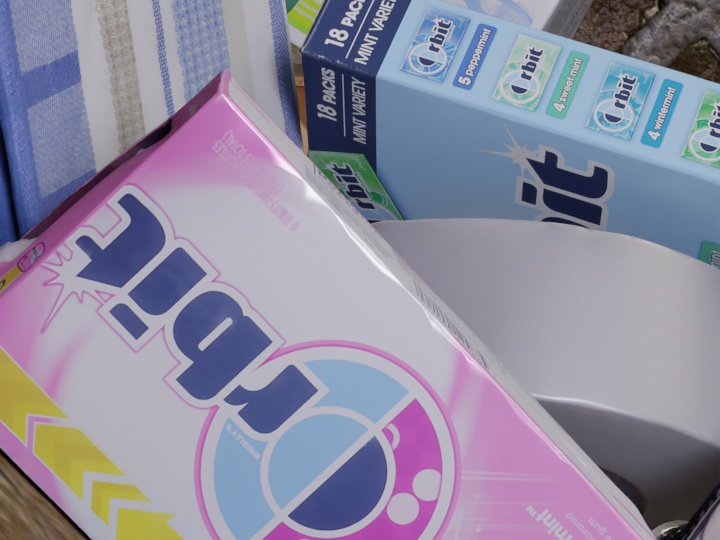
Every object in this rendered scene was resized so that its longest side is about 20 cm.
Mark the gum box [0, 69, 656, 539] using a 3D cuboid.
[{"bbox_3d":[-0.020,0.047,0.649,0.200,0.113,0.066,47,5,-9],"label":"gum box"}]

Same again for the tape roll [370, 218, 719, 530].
[{"bbox_3d":[0.053,0.052,0.817,0.200,0.200,0.066,42,48,-53],"label":"tape roll"}]

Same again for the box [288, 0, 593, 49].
[{"bbox_3d":[0.008,-0.157,1.099,0.200,0.113,0.101,33,13,9],"label":"box"}]

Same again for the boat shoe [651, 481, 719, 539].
[{"bbox_3d":[0.094,0.109,0.749,0.075,0.200,0.093,18,19,-42],"label":"boat shoe"}]

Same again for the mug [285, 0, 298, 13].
[{"bbox_3d":[-0.082,-0.143,0.895,0.152,0.114,0.185,43,7,-46],"label":"mug"}]

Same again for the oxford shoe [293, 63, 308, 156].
[{"bbox_3d":[-0.060,-0.056,1.017,0.200,0.072,0.071,-7,40,-41],"label":"oxford shoe"}]

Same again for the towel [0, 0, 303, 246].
[{"bbox_3d":[-0.071,-0.057,0.752,0.200,0.024,0.147,-42,127,-60],"label":"towel"}]

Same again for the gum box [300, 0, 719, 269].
[{"bbox_3d":[0.079,-0.019,0.847,0.199,0.045,0.170,17,-29,12],"label":"gum box"}]
